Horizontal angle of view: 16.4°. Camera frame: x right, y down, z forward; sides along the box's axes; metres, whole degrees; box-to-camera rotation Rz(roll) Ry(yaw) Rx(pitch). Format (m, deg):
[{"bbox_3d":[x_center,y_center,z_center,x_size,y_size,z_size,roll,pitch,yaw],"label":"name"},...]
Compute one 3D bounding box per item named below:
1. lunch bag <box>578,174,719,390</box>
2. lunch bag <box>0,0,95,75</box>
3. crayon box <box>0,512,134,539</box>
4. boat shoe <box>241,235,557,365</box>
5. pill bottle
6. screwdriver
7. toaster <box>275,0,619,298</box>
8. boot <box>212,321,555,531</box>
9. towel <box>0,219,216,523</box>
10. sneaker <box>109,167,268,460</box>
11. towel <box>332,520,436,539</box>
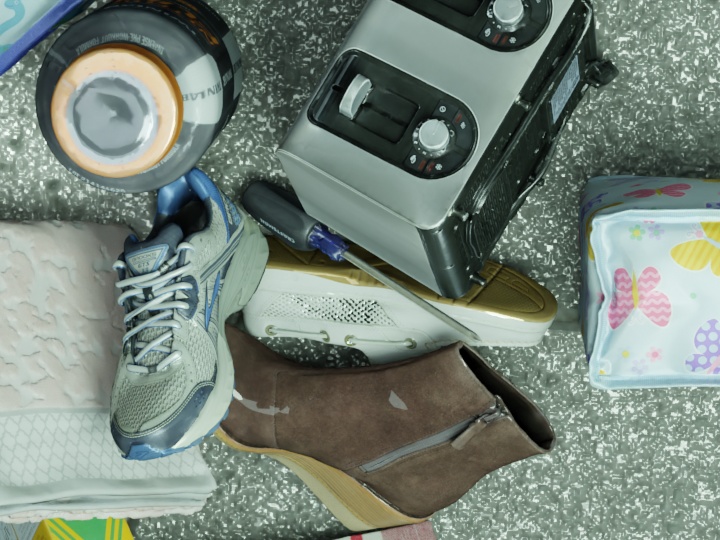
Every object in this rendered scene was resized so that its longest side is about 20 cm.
[{"bbox_3d":[0.229,0.010,1.460,0.198,0.170,0.128,-1,100,2],"label":"lunch bag"},{"bbox_3d":[-0.232,-0.206,1.465,0.200,0.127,0.170,-41,97,0],"label":"lunch bag"},{"bbox_3d":[-0.173,0.189,1.496,0.051,0.126,0.201,-14,65,-27],"label":"crayon box"},{"bbox_3d":[0.022,0.028,1.527,0.199,0.071,0.070,10,114,15],"label":"boat shoe"},{"bbox_3d":[-0.128,-0.103,1.441,0.105,0.200,0.107,0,101,2],"label":"pill bottle"},{"bbox_3d":[0.000,0.000,1.488,0.200,0.028,0.029,37,127,32],"label":"screwdriver"},{"bbox_3d":[0.053,-0.095,1.427,0.118,0.200,0.181,29,81,14],"label":"toaster"},{"bbox_3d":[0.000,0.070,1.499,0.166,0.073,0.200,-29,118,37],"label":"boot"},{"bbox_3d":[-0.182,0.054,1.454,0.032,0.199,0.192,-34,68,34],"label":"towel"},{"bbox_3d":[-0.115,0.021,1.442,0.077,0.201,0.085,-10,133,21],"label":"sneaker"},{"bbox_3d":[-0.032,0.239,1.526,0.199,0.023,0.145,-9,64,-14],"label":"towel"}]
